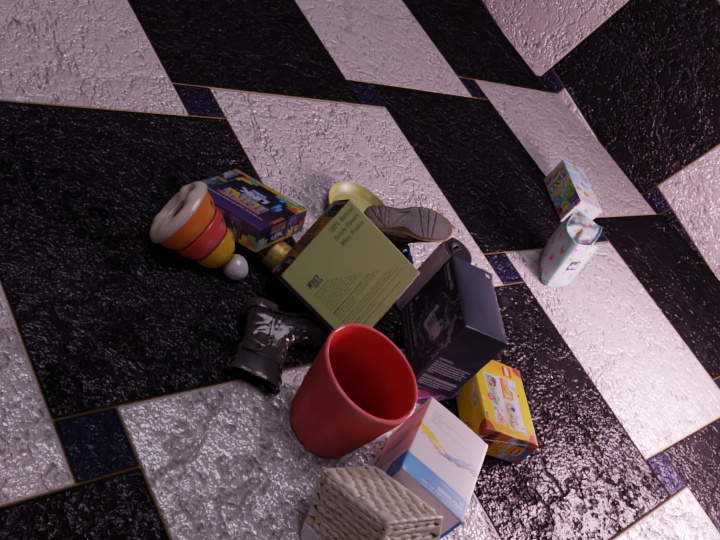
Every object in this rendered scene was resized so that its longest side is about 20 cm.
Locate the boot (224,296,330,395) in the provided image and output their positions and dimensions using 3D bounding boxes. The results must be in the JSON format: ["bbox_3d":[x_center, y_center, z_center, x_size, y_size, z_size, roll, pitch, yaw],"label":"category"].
[{"bbox_3d":[-0.150,0.153,1.485,0.197,0.069,0.176,22,45,-20],"label":"boot"}]

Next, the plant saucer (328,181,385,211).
[{"bbox_3d":[0.000,-0.130,1.940,0.198,0.031,0.202,25,39,-23],"label":"plant saucer"}]

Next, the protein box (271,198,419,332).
[{"bbox_3d":[-0.033,0.003,1.571,0.200,0.199,0.135,45,-8,-13],"label":"protein box"}]

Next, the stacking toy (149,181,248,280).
[{"bbox_3d":[-0.289,-0.056,1.534,0.200,0.145,0.147,46,31,-27],"label":"stacking toy"}]

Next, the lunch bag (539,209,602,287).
[{"bbox_3d":[0.597,-0.056,2.315,0.121,0.172,0.200,35,35,5],"label":"lunch bag"}]

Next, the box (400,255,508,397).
[{"bbox_3d":[0.188,0.117,1.673,0.116,0.200,0.199,23,38,-25],"label":"box"}]

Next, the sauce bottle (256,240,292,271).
[{"bbox_3d":[-0.121,0.008,1.652,0.199,0.066,0.066,38,35,-8],"label":"sauce bottle"}]

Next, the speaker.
[{"bbox_3d":[0.160,0.017,1.793,0.080,0.200,0.082,24,39,-22],"label":"speaker"}]

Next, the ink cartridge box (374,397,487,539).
[{"bbox_3d":[0.113,0.364,1.434,0.144,0.148,0.200,40,36,-2],"label":"ink cartridge box"}]

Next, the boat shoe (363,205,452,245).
[{"bbox_3d":[0.098,-0.093,1.732,0.196,0.072,0.074,5,70,-6],"label":"boat shoe"}]

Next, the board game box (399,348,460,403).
[{"bbox_3d":[0.113,0.220,1.690,0.198,0.032,0.122,2,56,-43],"label":"board game box"}]

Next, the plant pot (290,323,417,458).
[{"bbox_3d":[-0.023,0.226,1.421,0.198,0.178,0.203,25,39,-21],"label":"plant pot"}]

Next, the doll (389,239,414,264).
[{"bbox_3d":[0.059,-0.026,1.771,0.136,0.048,0.202,40,70,-24],"label":"doll"}]

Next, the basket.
[{"bbox_3d":[0.017,0.399,1.248,0.134,0.126,0.199,8,8,-38],"label":"basket"}]

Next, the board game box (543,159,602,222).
[{"bbox_3d":[0.705,-0.251,2.680,0.103,0.103,0.202,19,42,-28],"label":"board game box"}]

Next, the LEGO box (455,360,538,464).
[{"bbox_3d":[0.286,0.294,1.733,0.147,0.077,0.202,23,40,-26],"label":"LEGO box"}]

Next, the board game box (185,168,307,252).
[{"bbox_3d":[-0.234,-0.127,1.633,0.198,0.058,0.165,29,30,19],"label":"board game box"}]
